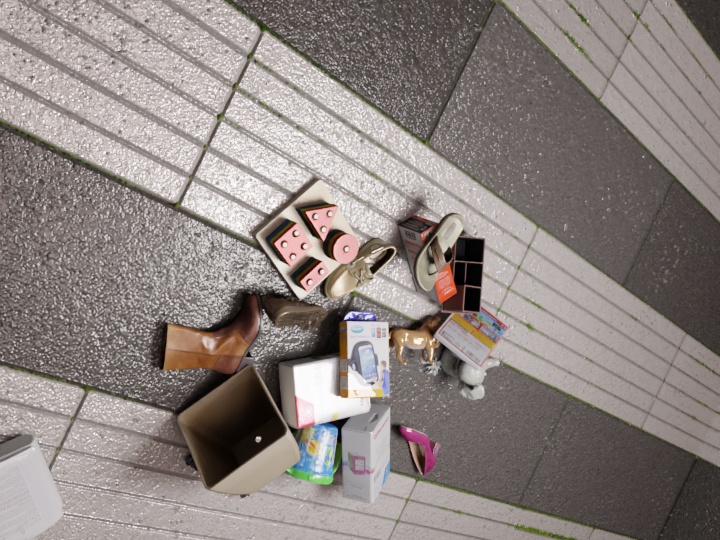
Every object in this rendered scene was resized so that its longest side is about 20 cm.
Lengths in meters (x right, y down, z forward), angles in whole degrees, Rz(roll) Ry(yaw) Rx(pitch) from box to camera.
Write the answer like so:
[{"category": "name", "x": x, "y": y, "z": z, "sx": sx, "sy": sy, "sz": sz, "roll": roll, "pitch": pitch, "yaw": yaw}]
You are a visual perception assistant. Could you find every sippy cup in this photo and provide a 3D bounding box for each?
[{"category": "sippy cup", "x": -0.116, "y": 0.426, "z": 1.679, "sx": 0.178, "sy": 0.139, "sz": 0.131, "roll": 46, "pitch": 59, "yaw": -78}]

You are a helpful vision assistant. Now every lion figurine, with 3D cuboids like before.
[{"category": "lion figurine", "x": 0.133, "y": 0.179, "z": 1.803, "sx": 0.199, "sy": 0.072, "sz": 0.123, "roll": 3, "pitch": 85, "yaw": -29}]

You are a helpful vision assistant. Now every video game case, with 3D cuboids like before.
[{"category": "video game case", "x": 0.292, "y": 0.159, "z": 1.833, "sx": 0.200, "sy": 0.143, "sz": 0.017, "roll": -42, "pitch": 166, "yaw": -46}]

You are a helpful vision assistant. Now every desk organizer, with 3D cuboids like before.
[{"category": "desk organizer", "x": 0.266, "y": 0.010, "z": 1.804, "sx": 0.071, "sy": 0.077, "sz": 0.201, "roll": 8, "pitch": 84, "yaw": -36}]

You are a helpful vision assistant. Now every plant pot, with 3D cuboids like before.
[{"category": "plant pot", "x": -0.241, "y": 0.367, "z": 1.516, "sx": 0.199, "sy": 0.200, "sz": 0.177, "roll": -35, "pitch": 140, "yaw": -4}]

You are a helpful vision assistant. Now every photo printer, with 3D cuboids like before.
[{"category": "photo printer", "x": -0.667, "y": 0.431, "z": 1.327, "sx": 0.166, "sy": 0.069, "sz": 0.201, "roll": -24, "pitch": 118, "yaw": -27}]

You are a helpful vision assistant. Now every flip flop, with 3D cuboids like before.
[{"category": "flip flop", "x": 0.192, "y": -0.044, "z": 1.655, "sx": 0.081, "sy": 0.057, "sz": 0.201, "roll": 36, "pitch": 84, "yaw": -36}]

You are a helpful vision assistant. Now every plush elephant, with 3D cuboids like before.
[{"category": "plush elephant", "x": 0.294, "y": 0.249, "z": 1.882, "sx": 0.199, "sy": 0.155, "sz": 0.166, "roll": -24, "pitch": 117, "yaw": -27}]

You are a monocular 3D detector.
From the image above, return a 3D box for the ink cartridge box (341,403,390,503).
[{"category": "ink cartridge box", "x": 0.016, "y": 0.454, "z": 1.763, "sx": 0.145, "sy": 0.084, "sz": 0.201, "roll": -39, "pitch": 133, "yaw": -63}]

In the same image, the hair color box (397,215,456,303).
[{"category": "hair color box", "x": 0.167, "y": -0.028, "z": 1.741, "sx": 0.061, "sy": 0.101, "sz": 0.201, "roll": -31, "pitch": 121, "yaw": -22}]

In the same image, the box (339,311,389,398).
[{"category": "box", "x": 0.010, "y": 0.197, "z": 1.649, "sx": 0.119, "sy": 0.041, "sz": 0.201, "roll": 3, "pitch": 84, "yaw": -33}]

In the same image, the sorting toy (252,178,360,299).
[{"category": "sorting toy", "x": -0.103, "y": -0.064, "z": 1.563, "sx": 0.199, "sy": 0.069, "sz": 0.200, "roll": -43, "pitch": 124, "yaw": -16}]

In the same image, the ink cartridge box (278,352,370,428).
[{"category": "ink cartridge box", "x": -0.085, "y": 0.276, "z": 1.655, "sx": 0.199, "sy": 0.085, "sz": 0.149, "roll": -5, "pitch": 92, "yaw": -34}]

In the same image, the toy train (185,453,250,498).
[{"category": "toy train", "x": -0.318, "y": 0.465, "z": 1.605, "sx": 0.200, "sy": 0.034, "sz": 0.046, "roll": 46, "pitch": 65, "yaw": -35}]

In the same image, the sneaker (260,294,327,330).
[{"category": "sneaker", "x": -0.146, "y": 0.084, "z": 1.575, "sx": 0.070, "sy": 0.076, "sz": 0.200, "roll": -47, "pitch": 156, "yaw": 13}]

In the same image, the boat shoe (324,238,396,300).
[{"category": "boat shoe", "x": 0.000, "y": 0.000, "z": 1.656, "sx": 0.200, "sy": 0.065, "sz": 0.072, "roll": -40, "pitch": 123, "yaw": -19}]

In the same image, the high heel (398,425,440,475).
[{"category": "high heel", "x": 0.148, "y": 0.491, "z": 1.916, "sx": 0.200, "sy": 0.067, "sz": 0.096, "roll": 44, "pitch": 67, "yaw": -49}]

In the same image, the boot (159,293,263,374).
[{"category": "boot", "x": -0.318, "y": 0.128, "z": 1.495, "sx": 0.199, "sy": 0.068, "sz": 0.189, "roll": 11, "pitch": 106, "yaw": -29}]
